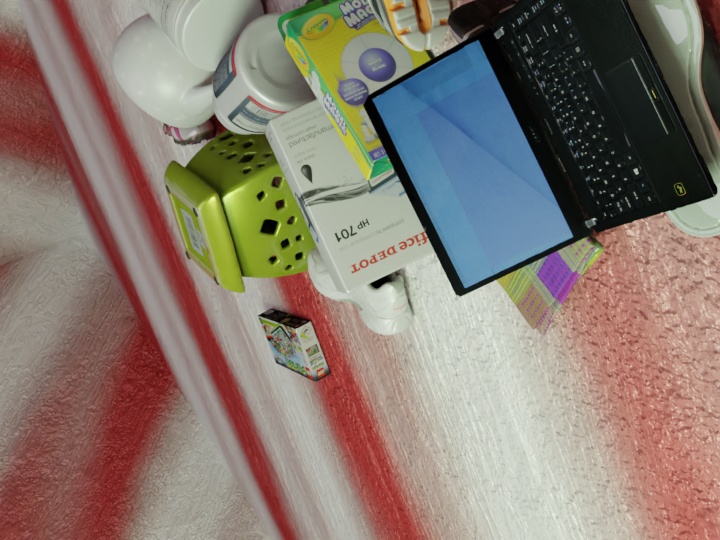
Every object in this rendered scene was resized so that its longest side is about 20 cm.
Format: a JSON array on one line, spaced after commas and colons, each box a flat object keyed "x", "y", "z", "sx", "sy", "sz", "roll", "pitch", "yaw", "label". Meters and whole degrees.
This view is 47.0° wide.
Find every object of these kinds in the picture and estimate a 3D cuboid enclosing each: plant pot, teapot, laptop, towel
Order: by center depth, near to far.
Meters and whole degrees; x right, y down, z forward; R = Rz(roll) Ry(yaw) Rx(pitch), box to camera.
[{"x": 0.112, "y": -0.092, "z": 0.583, "sx": 0.178, "sy": 0.103, "sz": 0.200, "roll": 63, "pitch": 159, "yaw": -2, "label": "laptop"}, {"x": 0.157, "y": -0.030, "z": 0.790, "sx": 0.144, "sy": 0.023, "sz": 0.200, "roll": 57, "pitch": 163, "yaw": 21, "label": "towel"}, {"x": -0.183, "y": -0.093, "z": 1.279, "sx": 0.199, "sy": 0.181, "sz": 0.201, "roll": 35, "pitch": 144, "yaw": 48, "label": "plant pot"}, {"x": -0.277, "y": -0.334, "z": 1.284, "sx": 0.200, "sy": 0.198, "sz": 0.146, "roll": 41, "pitch": 120, "yaw": -14, "label": "teapot"}]

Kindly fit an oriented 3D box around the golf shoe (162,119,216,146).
[{"x": -0.328, "y": -0.286, "z": 1.526, "sx": 0.200, "sy": 0.072, "sz": 0.093, "roll": 32, "pitch": 140, "yaw": 52, "label": "golf shoe"}]

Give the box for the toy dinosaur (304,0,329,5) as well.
[{"x": -0.048, "y": -0.296, "z": 0.960, "sx": 0.200, "sy": 0.047, "sz": 0.089, "roll": 50, "pitch": 138, "yaw": 32, "label": "toy dinosaur"}]

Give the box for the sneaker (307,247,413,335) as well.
[{"x": 0.000, "y": 0.000, "z": 1.136, "sx": 0.199, "sy": 0.078, "sz": 0.100, "roll": 32, "pitch": 135, "yaw": 38, "label": "sneaker"}]

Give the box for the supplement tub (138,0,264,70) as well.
[{"x": -0.236, "y": -0.387, "z": 1.156, "sx": 0.200, "sy": 0.131, "sz": 0.132, "roll": 49, "pitch": 152, "yaw": 30, "label": "supplement tub"}]

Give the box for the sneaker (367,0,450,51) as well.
[{"x": 0.023, "y": -0.304, "z": 0.765, "sx": 0.077, "sy": 0.078, "sz": 0.201, "roll": -140, "pitch": 33, "yaw": -61, "label": "sneaker"}]

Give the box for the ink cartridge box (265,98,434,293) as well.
[{"x": 0.003, "y": -0.094, "z": 0.908, "sx": 0.201, "sy": 0.146, "sz": 0.086, "roll": 65, "pitch": 172, "yaw": -2, "label": "ink cartridge box"}]

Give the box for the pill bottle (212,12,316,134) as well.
[{"x": -0.129, "y": -0.246, "z": 1.087, "sx": 0.200, "sy": 0.119, "sz": 0.120, "roll": -10, "pitch": 104, "yaw": 66, "label": "pill bottle"}]

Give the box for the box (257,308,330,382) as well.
[{"x": -0.129, "y": 0.139, "z": 1.580, "sx": 0.200, "sy": 0.035, "sz": 0.111, "roll": 8, "pitch": 121, "yaw": 63, "label": "box"}]

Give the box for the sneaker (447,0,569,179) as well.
[{"x": 0.143, "y": -0.138, "z": 0.680, "sx": 0.200, "sy": 0.075, "sz": 0.116, "roll": 44, "pitch": 153, "yaw": 38, "label": "sneaker"}]

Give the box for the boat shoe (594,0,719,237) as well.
[{"x": 0.213, "y": -0.124, "z": 0.558, "sx": 0.075, "sy": 0.060, "sz": 0.201, "roll": -7, "pitch": 106, "yaw": 45, "label": "boat shoe"}]

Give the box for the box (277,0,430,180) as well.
[{"x": 0.008, "y": -0.204, "z": 0.839, "sx": 0.201, "sy": 0.117, "sz": 0.048, "roll": 58, "pitch": 162, "yaw": 14, "label": "box"}]
